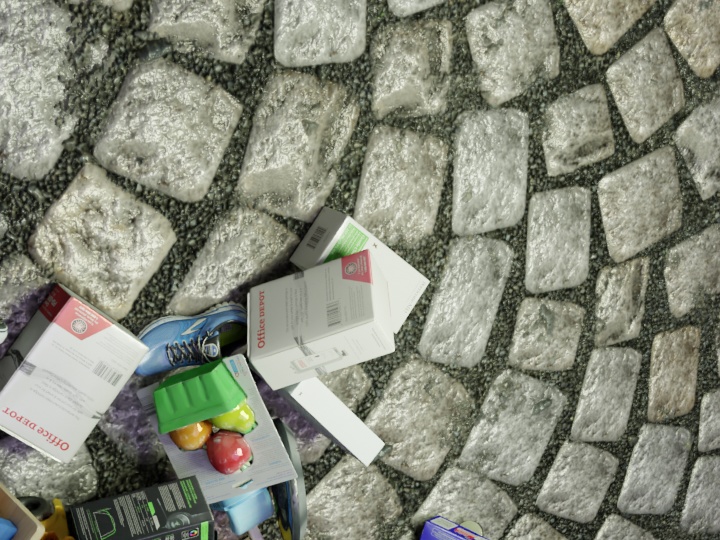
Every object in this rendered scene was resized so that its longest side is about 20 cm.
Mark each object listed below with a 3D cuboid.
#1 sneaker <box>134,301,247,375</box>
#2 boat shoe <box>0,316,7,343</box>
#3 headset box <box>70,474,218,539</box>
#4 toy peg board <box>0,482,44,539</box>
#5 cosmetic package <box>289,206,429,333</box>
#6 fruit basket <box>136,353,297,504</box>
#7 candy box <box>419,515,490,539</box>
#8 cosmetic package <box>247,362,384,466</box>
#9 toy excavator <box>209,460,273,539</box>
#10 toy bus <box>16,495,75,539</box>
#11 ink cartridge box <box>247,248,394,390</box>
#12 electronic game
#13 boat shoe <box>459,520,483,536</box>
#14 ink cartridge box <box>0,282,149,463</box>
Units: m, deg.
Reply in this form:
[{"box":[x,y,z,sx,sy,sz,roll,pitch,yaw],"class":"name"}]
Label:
[{"box":[-0.244,0.105,1.667,0.199,0.089,0.079,-22,114,-22],"class":"sneaker"},{"box":[-0.542,0.030,1.474,0.199,0.072,0.071,32,92,-32],"class":"boat shoe"},{"box":[-0.303,0.403,1.622,0.198,0.093,0.175,-11,130,-22],"class":"headset box"},{"box":[-0.556,0.354,1.476,0.201,0.199,0.098,-54,149,-6],"class":"toy peg board"},{"box":[0.000,0.000,1.786,0.200,0.085,0.108,36,84,-32],"class":"cosmetic package"},{"box":[-0.206,0.233,1.636,0.184,0.094,0.201,-20,107,21],"class":"fruit basket"},{"box":[0.168,0.564,2.000,0.077,0.168,0.202,9,101,-63],"class":"candy box"},{"box":[-0.069,0.209,1.767,0.052,0.151,0.200,-48,123,-9],"class":"cosmetic package"},{"box":[-0.181,0.382,1.773,0.099,0.194,0.201,-25,88,-22],"class":"toy excavator"},{"box":[-0.486,0.418,1.557,0.198,0.192,0.137,-4,108,-28],"class":"toy bus"},{"box":[-0.060,0.071,1.659,0.198,0.147,0.083,-19,135,13],"class":"ink cartridge box"},{"box":[-0.118,0.329,1.747,0.041,0.200,0.202,-7,109,-13],"class":"electronic game"},{"box":[0.183,0.550,2.072,0.062,0.071,0.202,8,101,-54],"class":"boat shoe"},{"box":[-0.417,0.144,1.578,0.147,0.083,0.201,40,82,-33],"class":"ink cartridge box"}]
